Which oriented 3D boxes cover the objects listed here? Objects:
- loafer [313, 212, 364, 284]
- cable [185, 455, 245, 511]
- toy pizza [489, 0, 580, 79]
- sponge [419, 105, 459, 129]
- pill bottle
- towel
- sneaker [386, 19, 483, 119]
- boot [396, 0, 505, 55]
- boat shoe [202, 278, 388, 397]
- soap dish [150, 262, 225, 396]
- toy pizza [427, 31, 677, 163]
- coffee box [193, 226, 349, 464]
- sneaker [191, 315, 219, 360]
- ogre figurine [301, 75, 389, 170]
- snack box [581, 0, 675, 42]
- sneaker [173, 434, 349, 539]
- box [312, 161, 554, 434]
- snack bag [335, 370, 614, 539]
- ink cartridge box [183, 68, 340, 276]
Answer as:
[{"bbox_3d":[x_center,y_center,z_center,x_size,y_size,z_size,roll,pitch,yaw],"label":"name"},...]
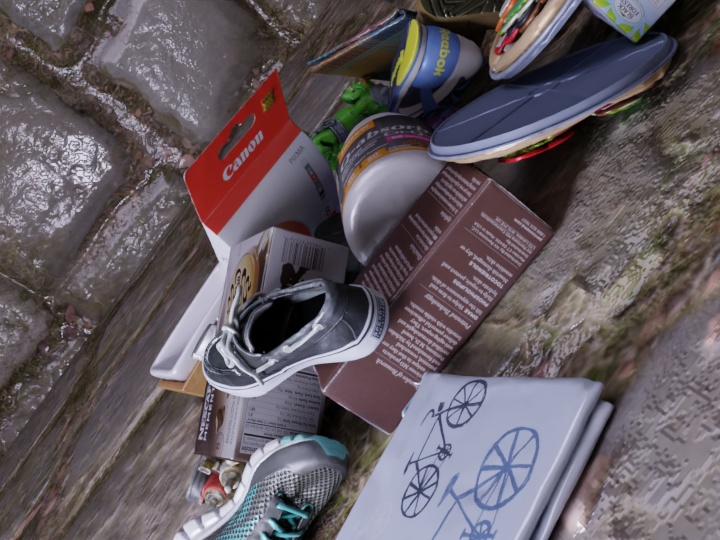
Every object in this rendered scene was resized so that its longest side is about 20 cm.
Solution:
[{"bbox_3d":[0.000,0.000,0.885,0.072,0.063,0.200,-28,25,4],"label":"loafer"},{"bbox_3d":[-0.131,0.180,0.939,0.097,0.050,0.200,-64,0,23],"label":"cable"},{"bbox_3d":[0.159,-0.249,0.731,0.201,0.032,0.200,-57,10,15],"label":"toy pizza"},{"bbox_3d":[0.038,-0.113,1.015,0.200,0.030,0.112,-51,19,11],"label":"sponge"},{"bbox_3d":[0.035,-0.078,0.819,0.116,0.116,0.200,-50,19,15],"label":"pill bottle"},{"bbox_3d":[0.044,-0.272,1.075,0.146,0.022,0.200,-23,-4,32],"label":"towel"},{"bbox_3d":[0.072,-0.197,0.938,0.200,0.082,0.074,144,132,-82],"label":"sneaker"},{"bbox_3d":[0.130,-0.264,0.957,0.200,0.174,0.066,103,166,-83],"label":"boot"},{"bbox_3d":[-0.071,0.049,0.665,0.199,0.068,0.074,-14,63,46],"label":"boat shoe"},{"bbox_3d":[-0.182,0.076,1.153,0.200,0.081,0.157,-61,18,-17],"label":"soap dish"},{"bbox_3d":[0.146,-0.126,0.681,0.200,0.032,0.200,-25,17,8],"label":"toy pizza"},{"bbox_3d":[-0.081,0.074,0.798,0.113,0.080,0.201,-15,64,62],"label":"coffee box"},{"bbox_3d":[-0.110,0.085,0.978,0.075,0.087,0.200,-55,-7,16],"label":"sneaker"},{"bbox_3d":[0.000,-0.175,1.118,0.120,0.200,0.098,-42,63,5],"label":"ogre figurine"},{"bbox_3d":[0.238,-0.270,0.724,0.142,0.053,0.200,-46,13,20],"label":"snack box"},{"bbox_3d":[-0.071,0.206,0.679,0.200,0.077,0.091,-49,34,27],"label":"sneaker"},{"bbox_3d":[0.049,0.016,0.687,0.200,0.075,0.100,-50,19,9],"label":"box"},{"bbox_3d":[0.047,0.146,0.535,0.189,0.021,0.200,-60,19,-17],"label":"snack bag"},{"bbox_3d":[-0.089,-0.076,0.903,0.162,0.050,0.200,-55,-26,-28],"label":"ink cartridge box"}]
